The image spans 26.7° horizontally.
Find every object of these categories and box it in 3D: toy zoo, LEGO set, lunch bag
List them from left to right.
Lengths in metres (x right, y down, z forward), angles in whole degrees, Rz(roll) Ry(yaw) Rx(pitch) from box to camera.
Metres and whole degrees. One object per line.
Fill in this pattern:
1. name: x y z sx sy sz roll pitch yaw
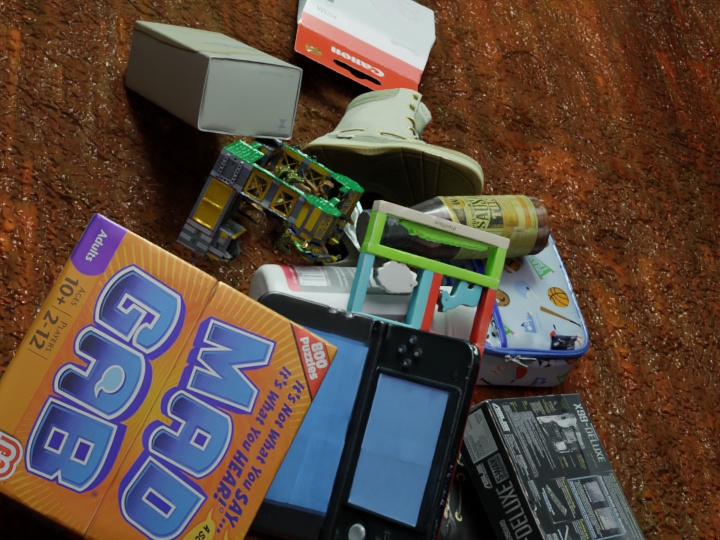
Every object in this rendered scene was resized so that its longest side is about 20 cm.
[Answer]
1. LEGO set: -0.086 -0.045 1.430 0.153 0.116 0.200 28 15 -5
2. toy zoo: 0.048 0.052 1.339 0.130 0.020 0.202 15 86 -17
3. lunch bag: 0.142 0.029 1.564 0.159 0.076 0.201 6 48 -27

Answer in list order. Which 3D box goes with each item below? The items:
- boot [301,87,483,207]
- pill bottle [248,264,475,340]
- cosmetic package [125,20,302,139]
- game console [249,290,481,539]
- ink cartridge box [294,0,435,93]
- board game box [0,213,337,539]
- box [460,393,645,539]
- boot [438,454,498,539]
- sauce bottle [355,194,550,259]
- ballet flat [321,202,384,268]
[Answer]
1. boot: 0.053 -0.133 1.612 0.198 0.073 0.155 9 33 20
2. pill bottle: 0.001 0.053 1.392 0.198 0.111 0.111 2 50 -17
3. cosmetic package: -0.148 -0.189 1.496 0.103 0.074 0.200 3 15 -32
4. game console: -0.015 0.134 1.252 0.118 0.172 0.202 18 85 -42
5. ink cartridge box: 0.008 -0.278 1.747 0.161 0.057 0.200 24 25 -14
6. board game box: -0.165 0.109 1.131 0.199 0.200 0.201 29 75 -7
7. box: 0.176 0.208 1.335 0.157 0.050 0.201 2 59 -51
8. boot: 0.104 0.199 1.383 0.150 0.073 0.201 33 33 -11
9. sauce bottle: 0.092 -0.042 1.507 0.198 0.066 0.066 -4 54 -28
10. ballet flat: 0.000 0.000 1.515 0.063 0.068 0.201 -22 63 -14
